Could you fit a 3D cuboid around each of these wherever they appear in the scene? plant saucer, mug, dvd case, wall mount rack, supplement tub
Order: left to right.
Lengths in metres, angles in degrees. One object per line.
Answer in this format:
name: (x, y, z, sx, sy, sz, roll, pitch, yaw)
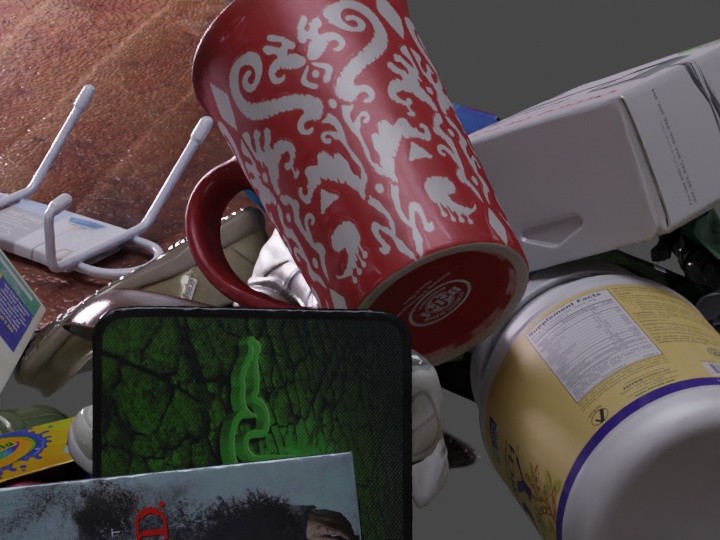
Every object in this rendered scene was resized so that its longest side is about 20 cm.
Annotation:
wall mount rack: (-0.204, -0.063, 1.761, 0.199, 0.075, 0.173, 18, 30, 33)
dvd case: (-0.094, 0.169, 1.192, 0.199, 0.147, 0.022, -5, -7, -8)
plant saucer: (-0.075, 0.046, 1.449, 0.199, 0.032, 0.200, 16, -7, 2)
mug: (-0.002, -0.039, 1.365, 0.133, 0.178, 0.201, -7, 52, -28)
supplement tub: (0.148, 0.090, 1.337, 0.144, 0.146, 0.200, -8, 26, -15)

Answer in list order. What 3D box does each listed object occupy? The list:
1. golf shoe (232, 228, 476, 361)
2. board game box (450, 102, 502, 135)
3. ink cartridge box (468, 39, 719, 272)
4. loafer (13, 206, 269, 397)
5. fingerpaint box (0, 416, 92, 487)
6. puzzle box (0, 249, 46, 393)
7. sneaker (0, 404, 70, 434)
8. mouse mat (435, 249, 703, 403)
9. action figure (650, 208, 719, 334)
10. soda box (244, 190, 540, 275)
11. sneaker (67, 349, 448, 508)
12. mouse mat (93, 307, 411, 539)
golf shoe: (0.000, 0.000, 1.448, 0.078, 0.098, 0.199, 22, -9, -39)
board game box: (0.047, -0.069, 1.668, 0.198, 0.044, 0.200, 17, -12, 33)
ink cartridge box: (0.155, -0.069, 1.443, 0.145, 0.085, 0.200, -16, 6, 38)
loafer: (-0.128, 0.029, 1.566, 0.199, 0.069, 0.076, -33, 3, -26)
fingerpaint box: (-0.114, 0.139, 1.326, 0.199, 0.074, 0.167, -12, 27, -24)
puzzle box: (-0.273, -0.021, 1.507, 0.025, 0.200, 0.133, -32, 15, 17)
sneaker: (-0.237, 0.099, 1.395, 0.067, 0.090, 0.200, 18, 30, 36)
mouse mat: (0.162, 0.052, 1.507, 0.199, 0.008, 0.161, 21, 49, 25)
action figure: (0.211, -0.001, 1.487, 0.055, 0.118, 0.200, -36, 15, 9)
soda box: (0.018, -0.028, 1.548, 0.200, 0.068, 0.064, 28, 79, 40)
sneaker: (-0.052, 0.075, 1.284, 0.198, 0.082, 0.075, 0, 28, -4)
mouse mat: (-0.053, 0.118, 1.226, 0.160, 0.202, 0.008, 0, -7, -8)
